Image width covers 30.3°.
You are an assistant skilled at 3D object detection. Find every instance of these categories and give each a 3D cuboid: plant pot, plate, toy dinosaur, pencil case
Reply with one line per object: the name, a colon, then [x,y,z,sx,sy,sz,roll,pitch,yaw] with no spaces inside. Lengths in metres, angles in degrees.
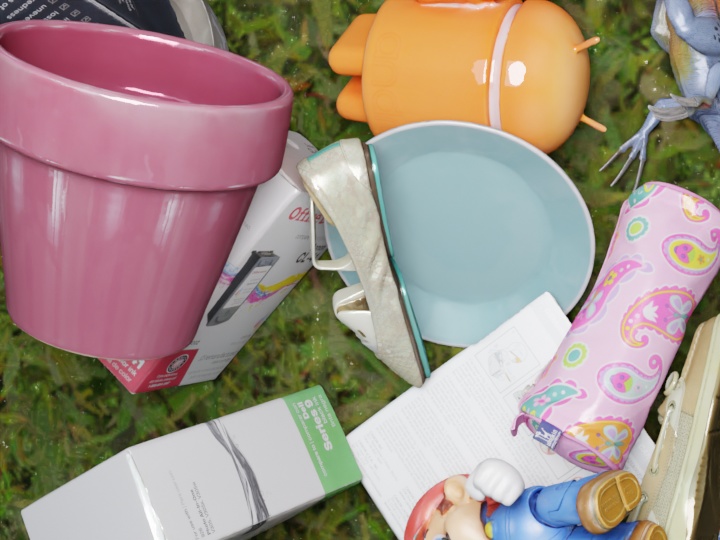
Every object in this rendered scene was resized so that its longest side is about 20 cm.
plant pot: [-0.154,-0.050,0.860,0.198,0.200,0.181,21,110,19]
plate: [0.071,-0.027,0.963,0.198,0.026,0.202,9,130,10]
toy dinosaur: [0.246,-0.136,0.918,0.200,0.105,0.182,-42,94,4]
pencil case: [0.180,0.040,0.907,0.087,0.087,0.201,27,80,18]

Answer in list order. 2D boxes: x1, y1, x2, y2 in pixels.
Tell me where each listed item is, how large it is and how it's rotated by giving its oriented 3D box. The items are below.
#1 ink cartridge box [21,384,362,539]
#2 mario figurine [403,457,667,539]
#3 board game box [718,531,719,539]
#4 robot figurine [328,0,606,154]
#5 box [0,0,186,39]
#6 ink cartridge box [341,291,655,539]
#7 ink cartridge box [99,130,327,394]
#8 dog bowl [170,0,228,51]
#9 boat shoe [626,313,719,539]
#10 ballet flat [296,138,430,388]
ink cartridge box: [-0.120,0.164,0.963,0.145,0.199,0.085,-32,78,38]
mario figurine: [0.098,0.188,0.879,0.199,0.105,0.125,-17,73,49]
board game box: [0.294,0.232,0.906,0.200,0.056,0.196,46,104,15]
robot figurine: [0.079,-0.139,0.960,0.198,0.116,0.146,8,92,23]
box: [-0.265,-0.174,0.972,0.199,0.196,0.125,-32,65,16]
ink cartridge box: [0.106,0.140,0.985,0.199,0.057,0.163,-36,78,9]
ink cartridge box: [-0.107,-0.009,1.009,0.086,0.147,0.200,46,104,14]
dog bowl: [-0.196,-0.162,1.091,0.198,0.059,0.203,-1,88,21]
boat shoe: [0.211,0.124,0.883,0.063,0.073,0.203,10,86,36]
ballet flat: [0.000,0.000,0.944,0.062,0.068,0.202,-16,116,-1]
